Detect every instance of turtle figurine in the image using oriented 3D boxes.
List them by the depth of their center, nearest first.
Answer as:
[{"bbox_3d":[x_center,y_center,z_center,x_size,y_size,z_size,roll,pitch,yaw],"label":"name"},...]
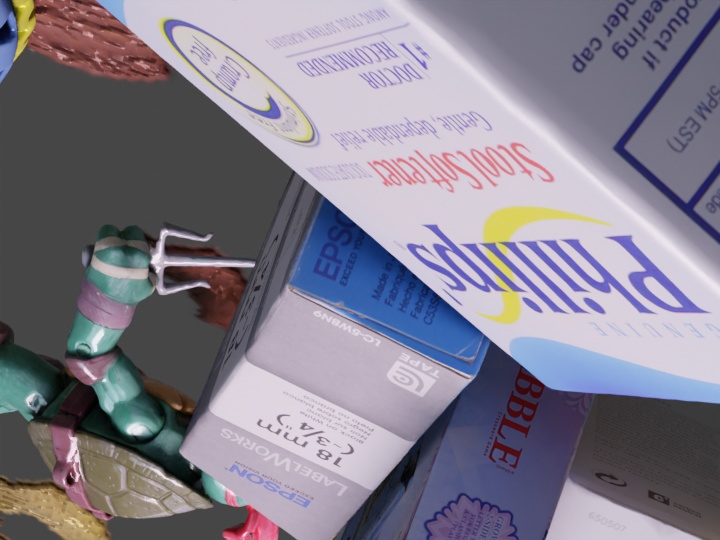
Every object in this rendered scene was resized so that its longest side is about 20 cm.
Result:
[{"bbox_3d":[-0.089,0.045,1.096,0.200,0.101,0.150,14,151,24],"label":"turtle figurine"}]

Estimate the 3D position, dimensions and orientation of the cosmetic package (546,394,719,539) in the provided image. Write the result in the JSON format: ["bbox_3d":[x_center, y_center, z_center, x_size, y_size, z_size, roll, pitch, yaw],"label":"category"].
[{"bbox_3d":[0.083,0.095,0.946,0.074,0.102,0.200,24,-165,2],"label":"cosmetic package"}]

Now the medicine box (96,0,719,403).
[{"bbox_3d":[0.042,-0.065,0.700,0.200,0.103,0.182,41,167,-14],"label":"medicine box"}]

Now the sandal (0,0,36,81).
[{"bbox_3d":[-0.164,-0.056,0.981,0.079,0.087,0.200,22,149,3],"label":"sandal"}]

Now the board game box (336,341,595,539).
[{"bbox_3d":[0.033,0.058,0.924,0.041,0.200,0.200,24,152,-3],"label":"board game box"}]

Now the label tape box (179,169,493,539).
[{"bbox_3d":[0.000,0.000,0.904,0.063,0.144,0.200,24,151,-6],"label":"label tape box"}]
